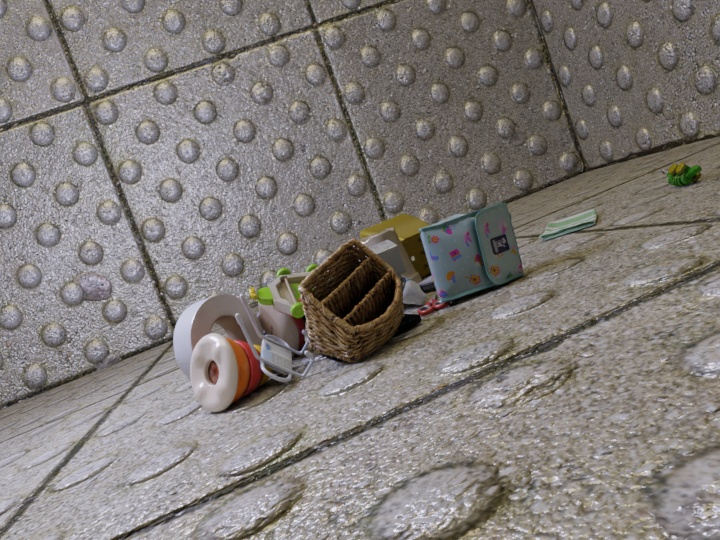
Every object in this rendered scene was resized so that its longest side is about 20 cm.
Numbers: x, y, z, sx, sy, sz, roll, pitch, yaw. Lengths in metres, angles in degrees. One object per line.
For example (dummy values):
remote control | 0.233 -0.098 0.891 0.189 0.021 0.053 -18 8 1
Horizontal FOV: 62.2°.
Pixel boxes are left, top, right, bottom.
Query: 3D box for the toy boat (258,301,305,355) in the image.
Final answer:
toy boat | -0.154 0.103 1.372 0.130 0.131 0.201 -36 -19 -24

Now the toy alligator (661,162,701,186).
toy alligator | 0.885 -0.260 1.668 0.055 0.059 0.200 -61 2 5

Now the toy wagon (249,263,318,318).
toy wagon | -0.135 0.046 1.254 0.197 0.040 0.156 -8 31 -17

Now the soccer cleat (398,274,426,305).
soccer cleat | 0.106 0.051 1.471 0.071 0.085 0.200 -63 11 3

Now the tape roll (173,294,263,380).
tape roll | -0.309 0.157 1.320 0.070 0.205 0.202 -17 6 39

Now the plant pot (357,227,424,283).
plant pot | 0.064 -0.015 1.714 0.198 0.186 0.200 -21 4 2

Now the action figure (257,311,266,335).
action figure | -0.224 0.179 1.552 0.151 0.133 0.200 -68 9 -19

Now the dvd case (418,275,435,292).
dvd case | 0.249 0.009 1.596 0.149 0.025 0.199 -18 7 38

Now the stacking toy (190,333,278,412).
stacking toy | -0.225 0.197 1.194 0.145 0.148 0.199 -17 -13 40

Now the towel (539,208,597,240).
towel | 0.589 -0.131 1.682 0.151 0.024 0.200 -18 5 27

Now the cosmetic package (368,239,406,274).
cosmetic package | 0.000 0.000 1.450 0.198 0.074 0.104 -22 14 -6

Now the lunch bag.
lunch bag | 0.241 -0.041 1.285 0.197 0.173 0.122 -16 2 7

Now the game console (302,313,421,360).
game console | -0.004 0.090 1.238 0.198 0.118 0.176 -23 5 -19

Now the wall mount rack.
wall mount rack | -0.175 0.132 1.164 0.075 0.172 0.200 -60 14 9

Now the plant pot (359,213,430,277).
plant pot | 0.144 -0.058 1.895 0.198 0.203 0.175 -24 16 -31

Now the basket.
basket | -0.004 0.055 1.133 0.141 0.151 0.200 13 36 31

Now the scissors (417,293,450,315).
scissors | 0.155 0.073 1.350 0.072 0.014 0.200 -22 6 0
